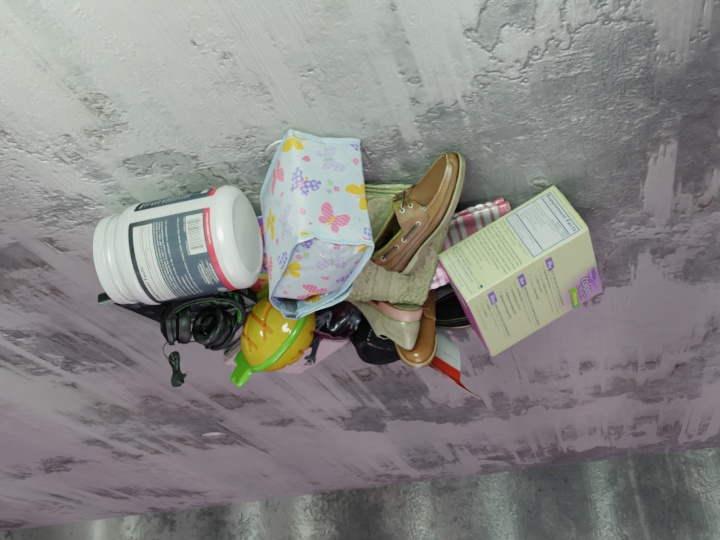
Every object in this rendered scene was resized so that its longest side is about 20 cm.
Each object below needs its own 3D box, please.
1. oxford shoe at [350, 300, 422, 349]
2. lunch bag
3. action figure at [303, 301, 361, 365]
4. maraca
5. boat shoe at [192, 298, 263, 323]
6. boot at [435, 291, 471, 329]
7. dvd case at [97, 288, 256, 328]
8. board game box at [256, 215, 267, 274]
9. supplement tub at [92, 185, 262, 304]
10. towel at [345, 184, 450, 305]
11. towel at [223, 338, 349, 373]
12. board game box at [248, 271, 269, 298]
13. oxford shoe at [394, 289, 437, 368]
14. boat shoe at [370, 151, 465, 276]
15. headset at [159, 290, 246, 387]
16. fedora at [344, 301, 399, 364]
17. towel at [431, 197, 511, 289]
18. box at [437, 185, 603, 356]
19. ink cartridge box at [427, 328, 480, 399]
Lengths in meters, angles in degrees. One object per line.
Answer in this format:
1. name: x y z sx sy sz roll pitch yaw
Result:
1. oxford shoe: 0.025 0.068 1.483 0.070 0.074 0.200 -5 -163 -27
2. lunch bag: -0.064 -0.054 1.213 0.126 0.171 0.200 5 147 -22
3. action figure: -0.098 0.075 1.648 0.134 0.150 0.199 40 157 -26
4. maraca: -0.146 0.109 1.512 0.107 0.138 0.200 37 122 -20
5. boat shoe: -0.220 0.063 1.588 0.198 0.076 0.060 -8 151 11
6. boot: 0.206 0.035 1.599 0.198 0.074 0.151 -12 157 7
7. dvd case: -0.285 0.043 1.474 0.199 0.025 0.150 -14 156 24
8. board game box: -0.073 -0.034 1.375 0.199 0.039 0.158 -17 145 5
9. supplement tub: -0.245 -0.031 1.283 0.198 0.141 0.140 -10 156 13
10. towel: 0.048 -0.036 1.354 0.147 0.037 0.201 4 124 -10
11. towel: -0.150 0.154 1.866 0.190 0.032 0.200 11 152 -30
12. board game box: -0.228 0.002 1.480 0.198 0.048 0.102 2 156 -15
13. oxford shoe: 0.089 0.066 1.505 0.071 0.201 0.072 3 137 1
14. boat shoe: 0.074 -0.076 1.263 0.068 0.072 0.201 16 122 -17
15. headset: -0.255 0.099 1.459 0.123 0.095 0.200 10 142 -31
16. fedora: 0.040 0.117 1.733 0.199 0.092 0.201 -4 157 -2
17. towel: 0.141 -0.031 1.421 0.199 0.030 0.147 -18 142 7
18. box: 0.238 0.004 1.384 0.199 0.097 0.176 -30 143 2
19. ink cartridge box: 0.117 0.124 1.593 0.160 0.200 0.047 34 95 -35
